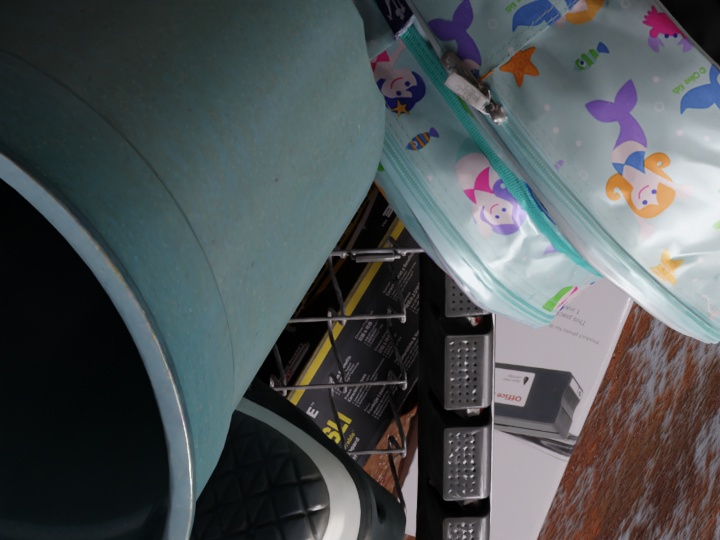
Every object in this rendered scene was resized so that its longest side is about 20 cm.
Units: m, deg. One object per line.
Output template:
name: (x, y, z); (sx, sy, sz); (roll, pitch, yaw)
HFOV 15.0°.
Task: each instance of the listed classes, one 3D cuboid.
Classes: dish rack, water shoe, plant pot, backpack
dish rack: (-0.042, 0.053, 1.046); (0.055, 0.198, 0.155); (-116, -155, -72)
water shoe: (-0.070, 0.055, 0.956); (0.072, 0.200, 0.079); (-56, 148, 4)
plant pot: (-0.097, -0.017, 0.835); (0.196, 0.199, 0.201); (-52, 161, -50)
backpack: (0.075, -0.063, 0.947); (0.151, 0.200, 0.177); (-46, 164, 7)

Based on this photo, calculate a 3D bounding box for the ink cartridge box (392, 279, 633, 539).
ink cartridge box: (0.089, 0.037, 1.466); (0.145, 0.084, 0.201); (-69, 179, -64)

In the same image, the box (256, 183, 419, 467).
box: (0.000, 0.000, 1.167); (0.201, 0.049, 0.160); (-58, -165, -1)

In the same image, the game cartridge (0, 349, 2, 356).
game cartridge: (-0.183, 0.120, 0.884); (0.200, 0.038, 0.130); (-31, 116, -36)
